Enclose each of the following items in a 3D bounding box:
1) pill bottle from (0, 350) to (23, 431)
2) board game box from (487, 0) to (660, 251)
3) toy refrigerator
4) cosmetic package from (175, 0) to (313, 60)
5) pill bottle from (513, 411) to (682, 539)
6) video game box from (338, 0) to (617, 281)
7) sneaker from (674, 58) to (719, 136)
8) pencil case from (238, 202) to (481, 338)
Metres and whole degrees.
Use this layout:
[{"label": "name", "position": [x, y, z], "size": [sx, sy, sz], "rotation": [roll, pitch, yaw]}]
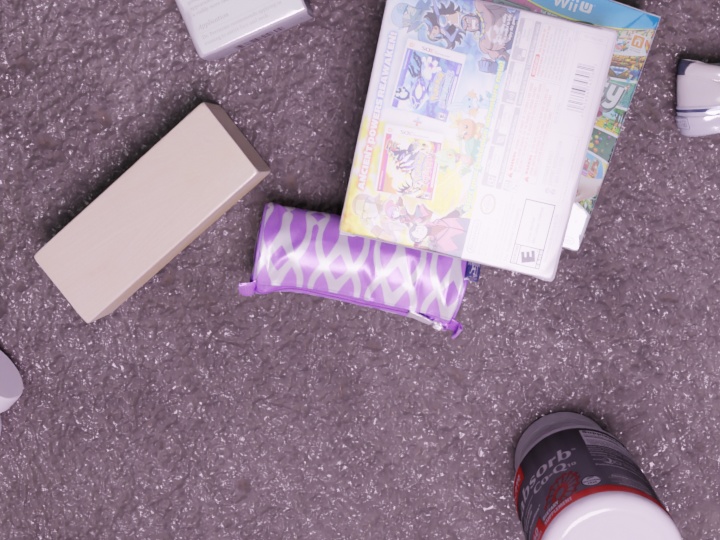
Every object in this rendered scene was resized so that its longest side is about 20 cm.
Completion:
[{"label": "pill bottle", "position": [-0.396, 0.154, 0.868], "size": [0.200, 0.104, 0.104], "rotation": [-44, 98, 10]}, {"label": "board game box", "position": [0.144, -0.137, 0.817], "size": [0.145, 0.064, 0.203], "rotation": [17, 101, -3]}, {"label": "toy refrigerator", "position": [-0.178, -0.050, 0.840], "size": [0.199, 0.070, 0.076], "rotation": [-41, 92, 8]}, {"label": "cosmetic package", "position": [-0.122, -0.284, 0.786], "size": [0.100, 0.074, 0.203], "rotation": [-21, 99, 5]}, {"label": "pill bottle", "position": [0.190, 0.202, 0.818], "size": [0.114, 0.200, 0.118], "rotation": [0, 103, 0]}, {"label": "video game box", "position": [0.089, -0.110, 0.770], "size": [0.179, 0.047, 0.203], "rotation": [13, 102, -2]}, {"label": "sneaker", "position": [0.361, -0.163, 0.802], "size": [0.196, 0.073, 0.072], "rotation": [-11, 105, 4]}, {"label": "pencil case", "position": [0.000, 0.000, 0.836], "size": [0.196, 0.084, 0.087], "rotation": [12, 71, 0]}]
